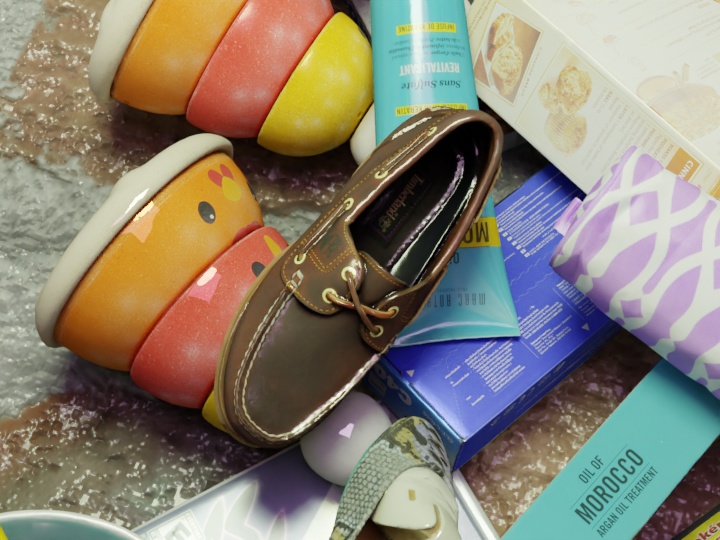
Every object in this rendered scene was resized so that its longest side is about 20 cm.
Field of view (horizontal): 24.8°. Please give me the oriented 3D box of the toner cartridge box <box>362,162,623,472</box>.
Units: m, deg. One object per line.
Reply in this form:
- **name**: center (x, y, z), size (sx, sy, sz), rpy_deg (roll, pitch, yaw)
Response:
- **toner cartridge box**: center (0.092, 0.013, 0.910), size (0.200, 0.043, 0.095), rpy_deg (-36, 69, -23)

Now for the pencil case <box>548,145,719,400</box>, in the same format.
- **pencil case**: center (0.188, 0.022, 0.816), size (0.200, 0.085, 0.084), rpy_deg (40, 91, 5)

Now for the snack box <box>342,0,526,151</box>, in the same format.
- **snack box**: center (0.037, -0.155, 1.008), size (0.072, 0.024, 0.200), rpy_deg (-24, 68, -10)

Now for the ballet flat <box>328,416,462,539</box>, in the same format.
- **ballet flat**: center (0.012, 0.147, 0.776), size (0.072, 0.072, 0.200), rpy_deg (26, 51, 10)

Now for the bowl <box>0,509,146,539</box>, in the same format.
- **bowl**: center (-0.155, 0.226, 0.787), size (0.200, 0.105, 0.201), rpy_deg (1, 66, -1)

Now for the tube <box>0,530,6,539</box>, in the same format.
- **tube**: center (-0.165, 0.169, 0.727), size (0.077, 0.050, 0.200), rpy_deg (-31, 64, -22)

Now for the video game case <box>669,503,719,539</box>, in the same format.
- **video game case**: center (0.227, 0.161, 0.798), size (0.200, 0.026, 0.181), rpy_deg (-32, 26, -18)

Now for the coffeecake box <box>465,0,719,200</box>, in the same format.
- **coffeecake box**: center (0.172, -0.099, 0.925), size (0.200, 0.073, 0.153), rpy_deg (44, 43, 17)

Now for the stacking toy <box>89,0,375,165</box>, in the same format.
- **stacking toy**: center (-0.042, -0.115, 0.940), size (0.200, 0.146, 0.146), rpy_deg (33, 68, -4)

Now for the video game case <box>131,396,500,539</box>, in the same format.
- **video game case**: center (-0.004, 0.185, 0.853), size (0.182, 0.023, 0.200), rpy_deg (-27, 68, -13)

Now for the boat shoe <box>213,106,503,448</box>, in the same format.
- **boat shoe**: center (0.000, 0.000, 0.803), size (0.070, 0.070, 0.200), rpy_deg (36, 77, -18)

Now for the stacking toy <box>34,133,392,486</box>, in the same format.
- **stacking toy**: center (-0.058, 0.038, 0.868), size (0.200, 0.146, 0.146), rpy_deg (41, 71, 5)

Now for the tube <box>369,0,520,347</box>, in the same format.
- **tube**: center (0.038, -0.060, 0.880), size (0.077, 0.050, 0.201), rpy_deg (-5, 81, -3)

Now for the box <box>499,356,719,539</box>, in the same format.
- **box**: center (0.110, 0.131, 0.830), size (0.049, 0.082, 0.200), rpy_deg (41, 62, 11)
